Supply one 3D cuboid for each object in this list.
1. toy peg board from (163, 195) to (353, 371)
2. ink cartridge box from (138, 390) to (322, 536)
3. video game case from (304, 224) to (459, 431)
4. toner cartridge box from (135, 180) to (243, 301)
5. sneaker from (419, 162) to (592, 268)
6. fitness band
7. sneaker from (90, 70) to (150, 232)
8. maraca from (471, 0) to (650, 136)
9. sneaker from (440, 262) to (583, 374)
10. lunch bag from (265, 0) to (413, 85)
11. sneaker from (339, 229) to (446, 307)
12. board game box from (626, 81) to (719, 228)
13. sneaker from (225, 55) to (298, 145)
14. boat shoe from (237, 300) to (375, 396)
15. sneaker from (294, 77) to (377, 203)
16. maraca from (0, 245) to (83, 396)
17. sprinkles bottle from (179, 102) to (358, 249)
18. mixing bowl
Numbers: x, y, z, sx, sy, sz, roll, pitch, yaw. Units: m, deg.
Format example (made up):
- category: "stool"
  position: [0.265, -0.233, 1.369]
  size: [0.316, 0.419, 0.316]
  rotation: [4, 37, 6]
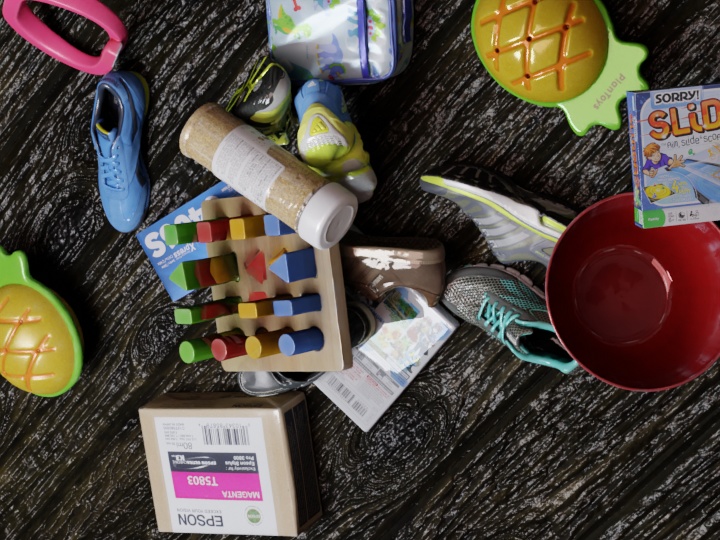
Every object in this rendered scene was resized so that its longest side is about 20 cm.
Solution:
- category: "toy peg board"
  position: [-0.122, 0.019, 1.701]
  size: [0.199, 0.098, 0.200]
  rotation: [-3, 96, 44]
- category: "ink cartridge box"
  position: [-0.158, 0.234, 1.882]
  size: [0.200, 0.075, 0.165]
  rotation: [-3, 102, 24]
- category: "video game case"
  position: [-0.011, 0.059, 1.799]
  size: [0.200, 0.022, 0.182]
  rotation: [43, 117, 9]
- category: "toner cartridge box"
  position: [-0.162, -0.050, 1.824]
  size: [0.200, 0.043, 0.095]
  rotation: [-30, 92, 27]
- category: "sneaker"
  position: [0.149, -0.053, 1.670]
  size: [0.200, 0.074, 0.081]
  rotation: [26, 116, 17]
- category: "fitness band"
  position: [-0.339, -0.283, 1.774]
  size: [0.143, 0.200, 0.037]
  rotation: [30, 76, -12]
- category: "sneaker"
  position: [-0.294, -0.138, 1.840]
  size: [0.066, 0.078, 0.200]
  rotation: [10, 109, 19]
- category: "maraca"
  position: [0.202, -0.227, 1.577]
  size: [0.200, 0.107, 0.137]
  rotation: [41, 118, 9]
- category: "sneaker"
  position: [0.172, 0.053, 1.676]
  size: [0.200, 0.091, 0.078]
  rotation: [22, 111, 17]
- category: "lunch bag"
  position: [-0.022, -0.302, 1.673]
  size: [0.160, 0.082, 0.200]
  rotation: [4, 107, 20]
- category: "sneaker"
  position: [0.000, 0.000, 1.724]
  size: [0.200, 0.070, 0.076]
  rotation: [6, 110, 28]
- category: "board game box"
  position: [0.366, -0.120, 1.521]
  size: [0.200, 0.034, 0.136]
  rotation: [-7, 100, -4]
- category: "sneaker"
  position: [-0.100, -0.179, 1.703]
  size: [0.076, 0.200, 0.076]
  rotation: [28, 79, -11]
- category: "boat shoe"
  position: [-0.075, 0.099, 1.788]
  size: [0.199, 0.066, 0.075]
  rotation: [-23, 95, 28]
- category: "sneaker"
  position: [-0.028, -0.145, 1.687]
  size: [0.076, 0.200, 0.105]
  rotation: [-9, 70, 2]
- category: "maraca"
  position: [-0.418, 0.064, 1.924]
  size: [0.137, 0.107, 0.200]
  rotation: [-31, 90, 29]
- category: "sprinkles bottle"
  position: [-0.098, -0.100, 1.620]
  size: [0.200, 0.068, 0.068]
  rotation: [35, 115, 21]
- category: "mixing bowl"
  position: [0.280, 0.023, 1.591]
  size: [0.200, 0.108, 0.201]
  rotation: [0, 87, -3]
